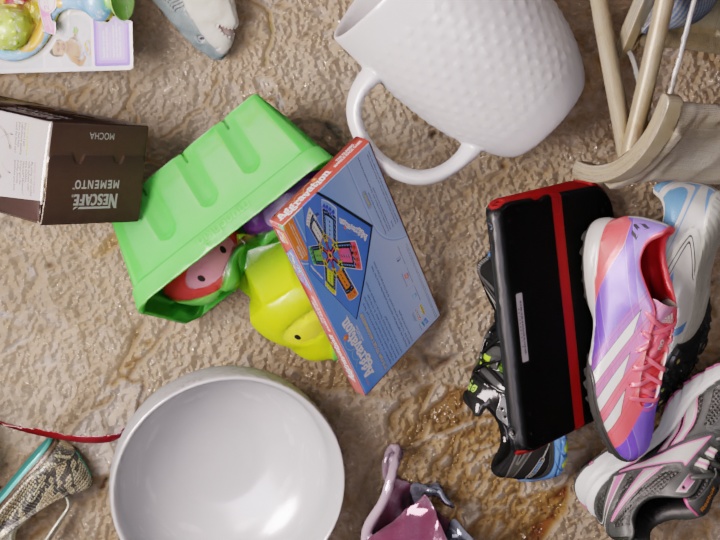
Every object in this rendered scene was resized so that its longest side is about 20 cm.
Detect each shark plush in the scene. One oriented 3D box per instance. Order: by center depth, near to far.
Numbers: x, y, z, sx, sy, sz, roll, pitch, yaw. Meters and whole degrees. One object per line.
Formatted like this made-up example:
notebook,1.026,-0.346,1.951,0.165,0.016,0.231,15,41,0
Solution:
shark plush,-0.190,-0.251,1.271,0.198,0.091,0.084,22,128,-5

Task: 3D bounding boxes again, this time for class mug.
mug,0.073,-0.162,1.225,0.175,0.148,0.201,41,87,-13

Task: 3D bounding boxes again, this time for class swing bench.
swing bench,0.282,-0.162,1.186,0.196,0.129,0.203,-1,93,-27

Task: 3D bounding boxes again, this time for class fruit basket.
fruit basket,-0.079,-0.011,1.265,0.212,0.155,0.219,-2,83,13

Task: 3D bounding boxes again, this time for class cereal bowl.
cereal bowl,-0.117,0.171,1.301,0.197,0.083,0.203,-4,105,-13

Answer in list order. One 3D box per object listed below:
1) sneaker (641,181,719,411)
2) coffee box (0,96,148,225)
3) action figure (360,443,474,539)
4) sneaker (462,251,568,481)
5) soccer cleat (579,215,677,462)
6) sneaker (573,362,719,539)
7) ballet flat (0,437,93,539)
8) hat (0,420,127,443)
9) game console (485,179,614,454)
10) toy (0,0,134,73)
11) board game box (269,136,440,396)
sneaker,0.260,0.021,1.292,0.072,0.071,0.203,20,107,34
coffee box,-0.281,-0.094,1.226,0.198,0.112,0.081,14,100,34
action figure,0.007,0.272,1.296,0.200,0.134,0.149,-41,93,4
sneaker,0.125,0.085,1.297,0.082,0.071,0.203,-10,100,-2
soccer cleat,0.225,0.057,1.241,0.073,0.068,0.203,-2,94,41
sneaker,0.281,0.163,1.283,0.200,0.087,0.080,-43,129,14
ballet flat,-0.316,0.232,1.341,0.199,0.068,0.076,-39,102,3
hat,-0.339,0.153,1.331,0.174,0.200,0.167,4,115,-36
game console,0.160,0.033,1.246,0.031,0.176,0.203,-2,98,41
toy,-0.282,-0.222,1.257,0.197,0.047,0.117,1,97,20
board game box,0.000,0.000,1.240,0.103,0.019,0.201,-45,135,-23
